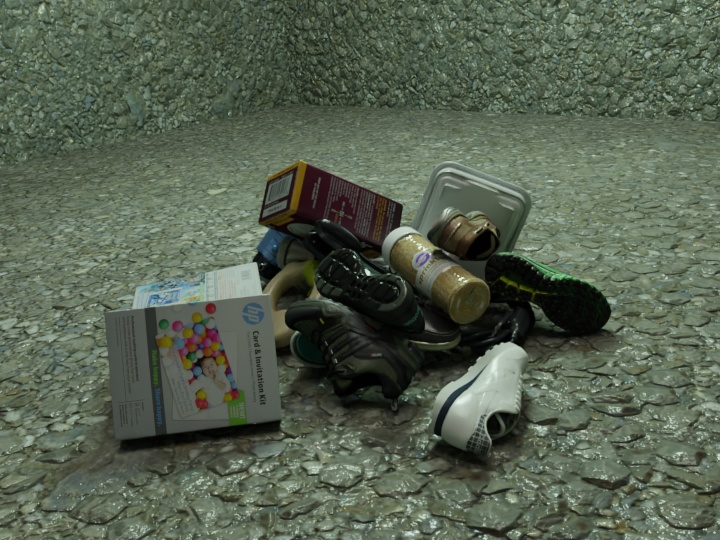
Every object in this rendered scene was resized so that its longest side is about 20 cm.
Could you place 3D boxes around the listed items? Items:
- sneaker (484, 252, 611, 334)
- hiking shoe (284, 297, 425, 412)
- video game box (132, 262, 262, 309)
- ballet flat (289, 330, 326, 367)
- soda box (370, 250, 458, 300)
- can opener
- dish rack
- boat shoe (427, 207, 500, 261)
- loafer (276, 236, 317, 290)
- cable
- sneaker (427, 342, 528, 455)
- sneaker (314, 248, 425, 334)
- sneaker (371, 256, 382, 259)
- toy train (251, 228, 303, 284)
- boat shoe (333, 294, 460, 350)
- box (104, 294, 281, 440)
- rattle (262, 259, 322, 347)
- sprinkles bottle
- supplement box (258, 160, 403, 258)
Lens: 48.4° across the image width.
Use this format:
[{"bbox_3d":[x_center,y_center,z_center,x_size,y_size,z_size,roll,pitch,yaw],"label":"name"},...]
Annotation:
[{"bbox_3d":[0.280,0.023,1.190,0.200,0.078,0.085,29,18,2],"label":"sneaker"},{"bbox_3d":[-0.023,0.106,1.030,0.199,0.076,0.101,20,65,22],"label":"hiking shoe"},{"bbox_3d":[-0.222,0.059,1.103,0.182,0.047,0.200,-10,23,-7],"label":"video game box"},{"bbox_3d":[-0.032,0.097,1.162,0.200,0.070,0.069,-16,22,-41],"label":"ballet flat"},{"bbox_3d":[0.061,0.014,1.303,0.199,0.064,0.068,-7,14,34],"label":"soda box"},{"bbox_3d":[0.000,0.000,1.201,0.063,0.200,0.079,-50,11,-3],"label":"can opener"},{"bbox_3d":[0.169,-0.061,1.301,0.171,0.200,0.044,21,26,4],"label":"dish rack"},{"bbox_3d":[0.166,-0.042,1.177,0.072,0.076,0.200,38,19,23],"label":"boat shoe"},{"bbox_3d":[-0.081,-0.002,1.353,0.063,0.072,0.200,15,-10,18],"label":"loafer"},{"bbox_3d":[0.177,0.072,1.210,0.163,0.051,0.200,-1,22,22],"label":"cable"},{"bbox_3d":[0.159,0.154,0.954,0.080,0.077,0.200,22,34,29],"label":"sneaker"},{"bbox_3d":[0.009,0.034,1.065,0.075,0.079,0.200,-51,39,-7],"label":"sneaker"},{"bbox_3d":[-0.012,-0.025,1.471,0.199,0.081,0.083,6,16,29],"label":"sneaker"},{"bbox_3d":[-0.123,-0.056,1.411,0.087,0.200,0.114,39,13,11],"label":"toy train"},{"bbox_3d":[0.048,0.051,1.120,0.200,0.065,0.072,21,34,22],"label":"boat shoe"},{"bbox_3d":[-0.203,0.117,0.981,0.199,0.156,0.041,-5,-6,-7],"label":"box"},{"bbox_3d":[-0.100,0.092,1.230,0.130,0.143,0.200,11,59,23],"label":"rattle"},{"bbox_3d":[0.104,0.003,1.150,0.068,0.068,0.200,-13,29,-23],"label":"sprinkles bottle"},{"bbox_3d":[-0.046,-0.090,1.282,0.200,0.086,0.110,20,-18,-30],"label":"supplement box"}]
